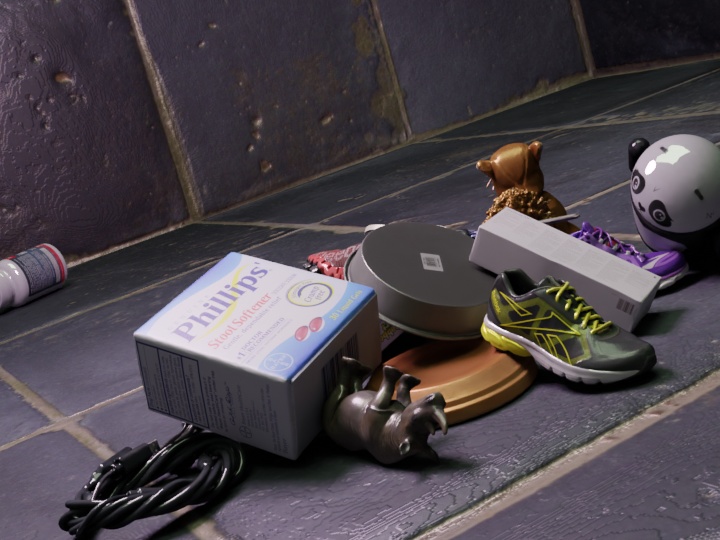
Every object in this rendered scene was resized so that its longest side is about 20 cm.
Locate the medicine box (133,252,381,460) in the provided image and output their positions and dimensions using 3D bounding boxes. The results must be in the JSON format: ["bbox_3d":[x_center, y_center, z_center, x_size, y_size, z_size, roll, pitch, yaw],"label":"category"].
[{"bbox_3d":[-0.106,0.084,1.175,0.198,0.104,0.182,14,36,26],"label":"medicine box"}]

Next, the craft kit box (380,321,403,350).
[{"bbox_3d":[-0.009,0.059,1.425,0.197,0.049,0.199,-37,19,-23],"label":"craft kit box"}]

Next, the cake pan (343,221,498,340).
[{"bbox_3d":[0.080,0.005,1.257,0.198,0.037,0.201,9,32,-6],"label":"cake pan"}]

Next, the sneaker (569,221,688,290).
[{"bbox_3d":[0.294,-0.016,1.322,0.198,0.084,0.081,2,11,5],"label":"sneaker"}]

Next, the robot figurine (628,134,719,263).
[{"bbox_3d":[0.391,-0.083,1.338,0.149,0.126,0.200,10,-14,20],"label":"robot figurine"}]

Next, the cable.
[{"bbox_3d":[-0.207,0.218,1.097,0.162,0.051,0.200,-5,11,26],"label":"cable"}]

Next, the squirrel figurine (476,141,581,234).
[{"bbox_3d":[0.227,-0.075,1.481,0.140,0.189,0.200,-13,12,14],"label":"squirrel figurine"}]

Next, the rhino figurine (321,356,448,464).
[{"bbox_3d":[0.026,0.139,1.052,0.059,0.088,0.199,22,-9,-31],"label":"rhino figurine"}]

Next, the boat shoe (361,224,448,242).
[{"bbox_3d":[0.086,-0.035,1.845,0.198,0.072,0.068,0,55,35],"label":"boat shoe"}]

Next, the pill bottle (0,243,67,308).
[{"bbox_3d":[-0.824,0.020,2.673,0.119,0.121,0.200,-8,14,36],"label":"pill bottle"}]

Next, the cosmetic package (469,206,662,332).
[{"bbox_3d":[0.230,-0.001,1.238,0.199,0.051,0.082,27,33,21],"label":"cosmetic package"}]

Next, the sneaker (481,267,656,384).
[{"bbox_3d":[0.203,0.053,1.102,0.199,0.086,0.074,16,24,39],"label":"sneaker"}]

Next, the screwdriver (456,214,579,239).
[{"bbox_3d":[0.175,-0.051,1.378,0.198,0.028,0.029,-14,29,5],"label":"screwdriver"}]

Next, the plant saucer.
[{"bbox_3d":[0.089,0.113,1.176,0.198,0.038,0.200,-16,12,4],"label":"plant saucer"}]

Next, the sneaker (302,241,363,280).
[{"bbox_3d":[0.000,0.000,1.386,0.098,0.071,0.200,-38,22,-19],"label":"sneaker"}]

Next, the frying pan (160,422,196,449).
[{"bbox_3d":[-0.197,0.172,1.334,0.189,0.031,0.114,-22,12,-38],"label":"frying pan"}]
